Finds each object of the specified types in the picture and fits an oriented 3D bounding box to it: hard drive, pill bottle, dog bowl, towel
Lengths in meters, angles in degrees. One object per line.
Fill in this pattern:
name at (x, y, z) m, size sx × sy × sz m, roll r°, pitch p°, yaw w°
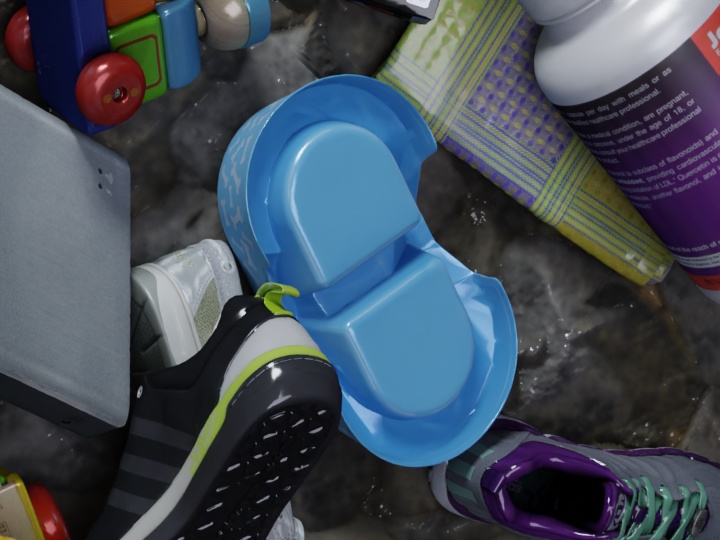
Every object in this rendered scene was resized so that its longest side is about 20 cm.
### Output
hard drive at (-0.176, -0.023, 1.104) m, size 0.200 × 0.033 × 0.140 m, roll 31°, pitch 48°, yaw -47°
pill bottle at (0.162, -0.085, 1.230) m, size 0.112 × 0.112 × 0.200 m, roll -44°, pitch 111°, yaw -8°
dog bowl at (0.000, 0.000, 1.233) m, size 0.111 × 0.050 × 0.200 m, roll -35°, pitch 111°, yaw -26°
towel at (0.114, -0.096, 1.284) m, size 0.200 × 0.023 × 0.144 m, roll 32°, pitch 88°, yaw -22°

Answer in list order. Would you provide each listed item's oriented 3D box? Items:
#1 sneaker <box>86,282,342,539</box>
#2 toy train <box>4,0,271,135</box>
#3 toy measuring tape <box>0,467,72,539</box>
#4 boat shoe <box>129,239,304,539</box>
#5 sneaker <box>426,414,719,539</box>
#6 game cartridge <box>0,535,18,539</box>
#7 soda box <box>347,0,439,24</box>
sneaker at (-0.076, 0.087, 1.157) m, size 0.072 × 0.083 × 0.200 m, roll 13°, pitch 128°, yaw -43°
toy train at (-0.102, -0.171, 1.137) m, size 0.116 × 0.085 × 0.200 m, roll -23°, pitch 127°, yaw -27°
toy measuring tape at (-0.181, 0.098, 1.173) m, size 0.073 × 0.074 × 0.200 m, roll -25°, pitch 121°, yaw -15°
boat shoe at (-0.064, 0.087, 1.225) m, size 0.065 × 0.074 × 0.202 m, roll -24°, pitch 101°, yaw -33°
sneaker at (0.135, 0.128, 1.296) m, size 0.200 × 0.088 × 0.075 m, roll 12°, pitch 95°, yaw -22°
game cartridge at (-0.157, 0.187, 1.169) m, size 0.200 × 0.176 × 0.032 m, roll 28°, pitch 46°, yaw -22°
soda box at (0.034, -0.221, 1.199) m, size 0.063 × 0.071 × 0.200 m, roll 18°, pitch 94°, yaw -2°
